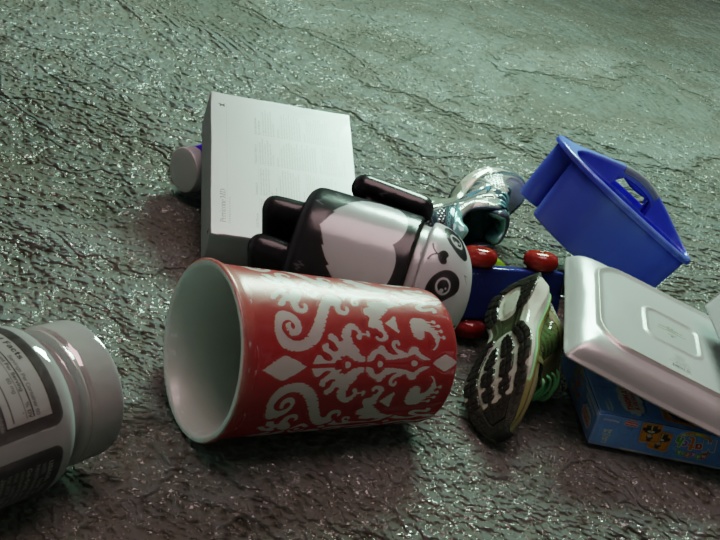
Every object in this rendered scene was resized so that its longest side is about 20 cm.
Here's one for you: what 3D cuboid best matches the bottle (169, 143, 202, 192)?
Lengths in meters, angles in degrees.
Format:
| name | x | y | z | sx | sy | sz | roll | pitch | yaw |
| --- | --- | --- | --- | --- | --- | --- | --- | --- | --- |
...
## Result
| name | x | y | z | sx | sy | sz | roll | pitch | yaw |
| --- | --- | --- | --- | --- | --- | --- | --- | --- | --- |
| bottle | -0.113 | -0.117 | 1.432 | 0.199 | 0.066 | 0.083 | -10 | 33 | -44 |

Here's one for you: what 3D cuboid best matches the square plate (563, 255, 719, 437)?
| name | x | y | z | sx | sy | sz | roll | pitch | yaw |
| --- | --- | --- | --- | --- | --- | --- | --- | --- | --- |
| square plate | 0.273 | 0.066 | 1.184 | 0.199 | 0.029 | 0.198 | 27 | 26 | -4 |

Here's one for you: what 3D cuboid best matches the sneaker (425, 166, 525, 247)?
| name | x | y | z | sx | sy | sz | roll | pitch | yaw |
| --- | --- | --- | --- | --- | --- | --- | --- | --- | --- |
| sneaker | 0.130 | -0.053 | 1.415 | 0.086 | 0.078 | 0.199 | 11 | 27 | 38 |

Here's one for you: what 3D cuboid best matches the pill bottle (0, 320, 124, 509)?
| name | x | y | z | sx | sy | sz | roll | pitch | yaw |
| --- | --- | --- | --- | --- | --- | --- | --- | --- | --- |
| pill bottle | -0.251 | 0.099 | 0.828 | 0.113 | 0.115 | 0.199 | 29 | 27 | 29 |

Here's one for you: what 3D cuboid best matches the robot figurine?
| name | x | y | z | sx | sy | sz | roll | pitch | yaw |
| --- | --- | --- | --- | --- | --- | --- | --- | --- | --- |
| robot figurine | 0.001 | -0.002 | 1.180 | 0.198 | 0.151 | 0.125 | 17 | 11 | 5 |

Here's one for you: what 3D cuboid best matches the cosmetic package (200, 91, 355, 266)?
| name | x | y | z | sx | sy | sz | roll | pitch | yaw |
| --- | --- | --- | --- | --- | --- | --- | --- | --- | --- |
| cosmetic package | -0.082 | -0.084 | 1.320 | 0.150 | 0.052 | 0.201 | 10 | 46 | -16 |

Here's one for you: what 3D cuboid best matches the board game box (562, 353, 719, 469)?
| name | x | y | z | sx | sy | sz | roll | pitch | yaw |
| --- | --- | --- | --- | --- | --- | --- | --- | --- | --- |
| board game box | 0.288 | 0.120 | 1.200 | 0.198 | 0.037 | 0.152 | 13 | 25 | -9 |

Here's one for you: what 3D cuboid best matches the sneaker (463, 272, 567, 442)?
| name | x | y | z | sx | sy | sz | roll | pitch | yaw |
| --- | --- | --- | --- | --- | --- | --- | --- | --- | --- |
| sneaker | 0.152 | 0.086 | 1.156 | 0.089 | 0.077 | 0.201 | 44 | 36 | -16 |

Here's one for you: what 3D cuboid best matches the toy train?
| name | x | y | z | sx | sy | sz | roll | pitch | yaw |
| --- | --- | --- | --- | --- | --- | --- | --- | --- | --- |
| toy train | 0.152 | 0.014 | 1.310 | 0.198 | 0.085 | 0.116 | 3 | 13 | -27 |

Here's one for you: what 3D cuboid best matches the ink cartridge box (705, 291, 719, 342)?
| name | x | y | z | sx | sy | sz | roll | pitch | yaw |
| --- | --- | --- | --- | --- | --- | --- | --- | --- | --- |
| ink cartridge box | 0.408 | 0.095 | 1.168 | 0.200 | 0.083 | 0.146 | 39 | 21 | -16 |

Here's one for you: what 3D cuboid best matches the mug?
| name | x | y | z | sx | sy | sz | roll | pitch | yaw |
| --- | --- | --- | --- | --- | --- | --- | --- | --- | --- |
| mug | -0.044 | 0.052 | 1.040 | 0.199 | 0.134 | 0.178 | 3 | 28 | -33 |

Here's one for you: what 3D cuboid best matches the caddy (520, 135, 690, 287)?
| name | x | y | z | sx | sy | sz | roll | pitch | yaw |
| --- | --- | --- | --- | --- | --- | --- | --- | --- | --- |
| caddy | 0.267 | -0.061 | 1.418 | 0.200 | 0.105 | 0.142 | 38 | 14 | -22 |
